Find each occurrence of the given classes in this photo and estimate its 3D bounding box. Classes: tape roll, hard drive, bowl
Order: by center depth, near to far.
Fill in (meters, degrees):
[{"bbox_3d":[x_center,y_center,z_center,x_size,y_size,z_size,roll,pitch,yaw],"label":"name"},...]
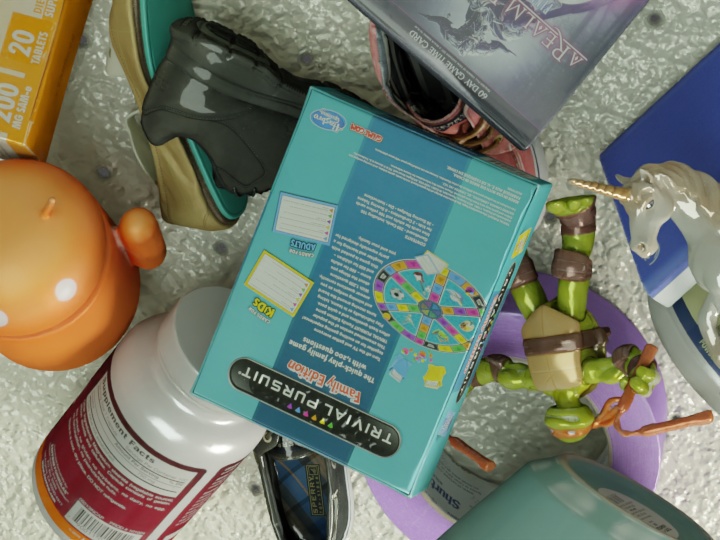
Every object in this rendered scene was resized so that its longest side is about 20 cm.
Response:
[{"bbox_3d":[0.231,-0.088,1.372,0.025,0.132,0.200,29,121,-31],"label":"hard drive"},{"bbox_3d":[0.146,0.186,1.432,0.200,0.201,0.105,28,99,-2],"label":"bowl"},{"bbox_3d":[0.101,0.103,1.528,0.199,0.066,0.201,5,115,10],"label":"tape roll"}]

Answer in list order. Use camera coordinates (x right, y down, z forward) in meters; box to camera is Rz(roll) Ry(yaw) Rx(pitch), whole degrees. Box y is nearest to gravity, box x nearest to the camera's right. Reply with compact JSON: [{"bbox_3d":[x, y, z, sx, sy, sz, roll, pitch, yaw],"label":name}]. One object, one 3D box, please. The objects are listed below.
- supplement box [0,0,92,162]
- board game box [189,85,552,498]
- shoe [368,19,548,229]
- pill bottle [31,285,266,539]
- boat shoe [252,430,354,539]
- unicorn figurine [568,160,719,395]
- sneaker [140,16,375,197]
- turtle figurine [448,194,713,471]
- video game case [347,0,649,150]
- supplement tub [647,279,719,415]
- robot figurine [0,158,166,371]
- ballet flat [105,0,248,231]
[{"bbox_3d":[-0.281,-0.153,1.450,0.199,0.074,0.127,14,82,5],"label":"supplement box"},{"bbox_3d":[0.006,0.011,1.378,0.151,0.047,0.201,24,99,13],"label":"board game box"},{"bbox_3d":[0.058,-0.094,1.426,0.071,0.091,0.201,-15,111,19],"label":"shoe"},{"bbox_3d":[-0.129,0.100,1.526,0.113,0.113,0.200,36,131,-6],"label":"pill bottle"},{"bbox_3d":[-0.042,0.110,1.567,0.068,0.057,0.201,-6,114,15],"label":"boat shoe"},{"bbox_3d":[0.225,0.002,1.307,0.199,0.074,0.138,-5,99,10],"label":"unicorn figurine"},{"bbox_3d":[-0.046,-0.080,1.447,0.199,0.076,0.091,27,105,-14],"label":"sneaker"},{"bbox_3d":[0.128,0.037,1.414,0.199,0.064,0.162,-5,94,42],"label":"turtle figurine"},{"bbox_3d":[0.106,-0.192,1.356,0.143,0.019,0.200,40,86,-9],"label":"video game case"},{"bbox_3d":[0.287,-0.004,1.390,0.145,0.145,0.200,41,117,-9],"label":"supplement tub"},{"bbox_3d":[-0.208,-0.002,1.470,0.143,0.200,0.117,21,78,12],"label":"robot figurine"},{"bbox_3d":[-0.131,-0.114,1.475,0.063,0.069,0.201,-3,114,30],"label":"ballet flat"}]
